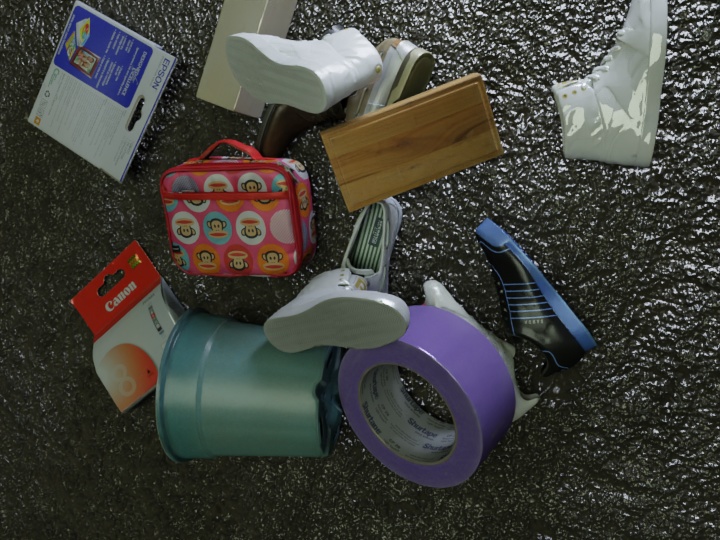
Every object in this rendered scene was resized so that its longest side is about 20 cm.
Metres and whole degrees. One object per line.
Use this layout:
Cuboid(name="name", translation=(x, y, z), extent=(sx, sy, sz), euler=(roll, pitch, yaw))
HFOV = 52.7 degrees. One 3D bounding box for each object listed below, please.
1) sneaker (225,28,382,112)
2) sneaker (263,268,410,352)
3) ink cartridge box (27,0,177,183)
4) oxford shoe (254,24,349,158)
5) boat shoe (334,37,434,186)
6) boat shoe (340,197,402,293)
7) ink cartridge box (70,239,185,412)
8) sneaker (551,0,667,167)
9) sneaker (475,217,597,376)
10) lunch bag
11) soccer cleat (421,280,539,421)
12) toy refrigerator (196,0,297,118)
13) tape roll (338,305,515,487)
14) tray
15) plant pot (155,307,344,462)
Cuboid(name="sneaker", translation=(-0.064, -0.247, 0.866), extent=(0.200, 0.115, 0.074), euler=(32, 141, 36))
Cuboid(name="sneaker", translation=(-0.011, 0.033, 0.844), extent=(0.199, 0.116, 0.074), euler=(-8, 118, 38))
Cuboid(name="ink cartridge box", translation=(-0.372, -0.259, 1.065), extent=(0.199, 0.047, 0.198), euler=(32, 102, 14))
Cuboid(name="oxford shoe", translation=(-0.062, -0.212, 0.941), extent=(0.084, 0.073, 0.200), euler=(44, 106, 10))
Cuboid(name="boat shoe", translation=(0.018, -0.193, 0.918), extent=(0.068, 0.075, 0.201), euler=(36, 103, 27))
Cuboid(name="boat shoe", translation=(0.000, 0.000, 0.934), extent=(0.073, 0.067, 0.201), euler=(12, 98, 19))
Cuboid(name="ink cartridge box", translation=(-0.339, 0.081, 1.070), extent=(0.162, 0.050, 0.200), euler=(-38, 84, 17))
Cuboid(name="sneaker", translation=(0.274, -0.221, 0.811), extent=(0.115, 0.074, 0.201), euler=(6, 97, 16))
Cuboid(name="sneaker", translation=(0.190, 0.033, 0.866), extent=(0.078, 0.070, 0.200), euler=(-39, 81, 11))
Cuboid(name="lunch bag", translation=(-0.160, -0.083, 0.960), extent=(0.199, 0.082, 0.177), euler=(1, 109, 18))
Cuboid(name="soccer cleat", translation=(0.144, 0.092, 0.892), extent=(0.077, 0.069, 0.201), euler=(-30, 90, 14))
Cuboid(name="toy refrigerator", translation=(-0.147, -0.312, 0.963), extent=(0.070, 0.076, 0.201), euler=(22, 101, 17))
Cuboid(name="tape roll", translation=(0.076, 0.149, 0.864), extent=(0.199, 0.085, 0.201), euler=(21, 126, 32))
Cuboid(name="tray", translation=(0.061, -0.152, 0.868), extent=(0.199, 0.037, 0.099), euler=(-21, 108, -1))
Cuboid(name="plant pot", translation=(-0.128, 0.154, 0.933), extent=(0.195, 0.200, 0.202), euler=(4, 95, 12))
